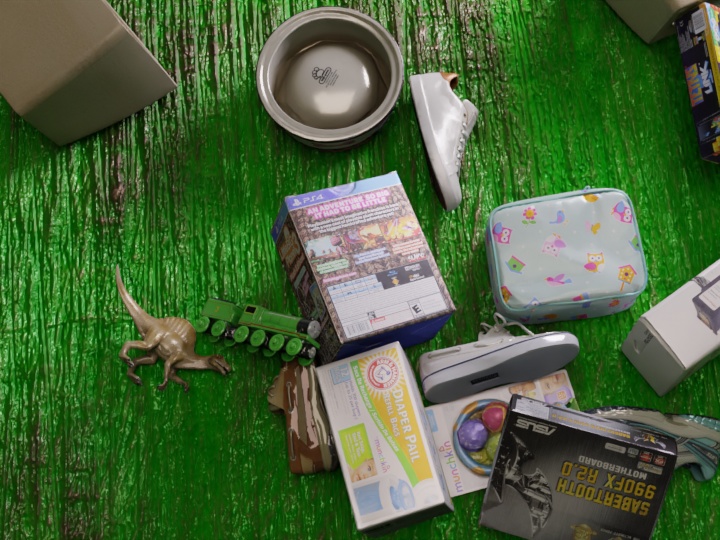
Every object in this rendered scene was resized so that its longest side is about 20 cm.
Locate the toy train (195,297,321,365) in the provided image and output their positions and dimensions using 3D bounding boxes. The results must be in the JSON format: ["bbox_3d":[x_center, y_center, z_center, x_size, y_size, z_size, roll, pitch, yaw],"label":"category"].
[{"bbox_3d":[-0.125,0.072,1.470,0.198,0.042,0.057,10,67,39],"label":"toy train"}]

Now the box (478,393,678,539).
[{"bbox_3d":[0.251,0.247,1.391,0.198,0.048,0.160,16,110,7],"label":"box"}]

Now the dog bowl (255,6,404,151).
[{"bbox_3d":[-0.039,-0.250,1.604,0.197,0.074,0.203,-1,71,2],"label":"dog bowl"}]

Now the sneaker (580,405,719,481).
[{"bbox_3d":[0.343,0.209,1.420,0.197,0.078,0.087,7,80,-8],"label":"sneaker"}]

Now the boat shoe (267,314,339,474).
[{"bbox_3d":[-0.080,0.154,1.466,0.073,0.076,0.202,-15,70,0],"label":"boat shoe"}]

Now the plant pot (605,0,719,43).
[{"bbox_3d":[0.424,-0.426,1.594,0.198,0.200,0.179,-23,82,-6],"label":"plant pot"}]

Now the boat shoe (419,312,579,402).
[{"bbox_3d":[0.167,0.096,1.483,0.200,0.075,0.087,-18,54,7],"label":"boat shoe"}]

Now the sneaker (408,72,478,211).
[{"bbox_3d":[0.121,-0.178,1.573,0.084,0.073,0.202,-11,70,1],"label":"sneaker"}]

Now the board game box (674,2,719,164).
[{"bbox_3d":[0.495,-0.230,1.544,0.164,0.057,0.202,10,66,-36],"label":"board game box"}]

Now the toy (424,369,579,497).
[{"bbox_3d":[0.176,0.196,1.456,0.198,0.047,0.116,-14,69,-3],"label":"toy"}]

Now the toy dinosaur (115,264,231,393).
[{"bbox_3d":[-0.260,0.092,1.513,0.199,0.058,0.101,37,61,5],"label":"toy dinosaur"}]

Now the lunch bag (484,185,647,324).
[{"bbox_3d":[0.261,-0.021,1.513,0.197,0.077,0.162,-8,69,-1],"label":"lunch bag"}]

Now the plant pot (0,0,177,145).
[{"bbox_3d":[-0.392,-0.286,1.567,0.177,0.200,0.200,-42,74,0],"label":"plant pot"}]

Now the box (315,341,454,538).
[{"bbox_3d":[0.029,0.202,1.423,0.111,0.101,0.202,-18,71,5],"label":"box"}]

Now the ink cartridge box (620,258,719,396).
[{"bbox_3d":[0.427,0.052,1.445,0.199,0.145,0.085,-34,73,-9],"label":"ink cartridge box"}]

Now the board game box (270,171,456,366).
[{"bbox_3d":[0.000,0.000,1.481,0.158,0.097,0.202,-14,70,-22],"label":"board game box"}]
